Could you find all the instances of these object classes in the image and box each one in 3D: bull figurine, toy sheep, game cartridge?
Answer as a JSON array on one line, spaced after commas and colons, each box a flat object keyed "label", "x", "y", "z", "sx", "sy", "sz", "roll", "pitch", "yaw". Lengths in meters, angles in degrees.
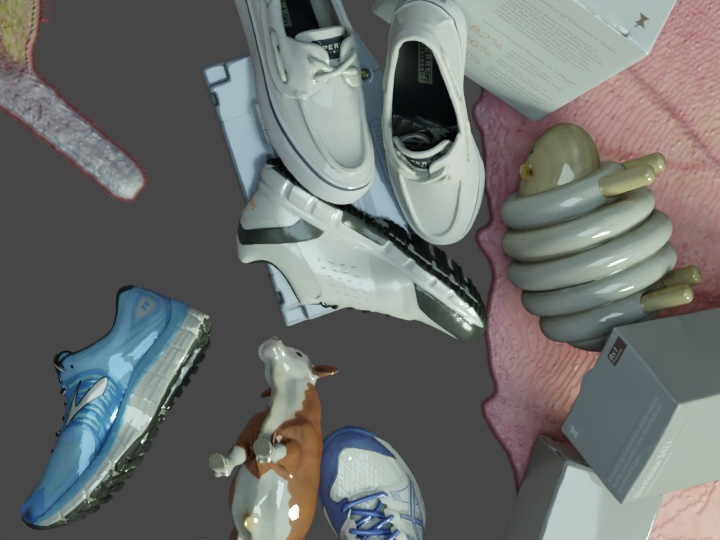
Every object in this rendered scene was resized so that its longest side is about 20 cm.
[{"label": "bull figurine", "x": -0.068, "y": 0.153, "z": 1.510, "sx": 0.065, "sy": 0.121, "sz": 0.201, "roll": 9, "pitch": 101, "yaw": 23}, {"label": "toy sheep", "x": 0.171, "y": -0.011, "z": 1.510, "sx": 0.137, "sy": 0.138, "sz": 0.201, "roll": -18, "pitch": 96, "yaw": -4}, {"label": "game cartridge", "x": -0.025, "y": -0.074, "z": 1.526, "sx": 0.132, "sy": 0.042, "sz": 0.201, "roll": -19, "pitch": 99, "yaw": -9}]

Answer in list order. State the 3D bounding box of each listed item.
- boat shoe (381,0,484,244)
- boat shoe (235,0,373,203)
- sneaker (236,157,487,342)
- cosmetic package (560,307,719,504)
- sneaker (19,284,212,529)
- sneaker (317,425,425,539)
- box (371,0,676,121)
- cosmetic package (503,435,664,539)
[{"label": "boat shoe", "x": 0.048, "y": -0.093, "z": 1.444, "sx": 0.071, "sy": 0.066, "sz": 0.201, "roll": 8, "pitch": 128, "yaw": 11}, {"label": "boat shoe", "x": -0.032, "y": -0.148, "z": 1.444, "sx": 0.072, "sy": 0.066, "sz": 0.201, "roll": -7, "pitch": 73, "yaw": -30}, {"label": "sneaker", "x": 0.000, "y": 0.000, "z": 1.493, "sx": 0.199, "sy": 0.074, "sz": 0.080, "roll": 32, "pitch": 104, "yaw": -5}, {"label": "cosmetic package", "x": 0.255, "y": 0.090, "z": 1.497, "sx": 0.199, "sy": 0.090, "sz": 0.107, "roll": -13, "pitch": 139, "yaw": -36}, {"label": "sneaker", "x": -0.193, "y": 0.099, "z": 1.519, "sx": 0.090, "sy": 0.078, "sz": 0.201, "roll": 33, "pitch": 89, "yaw": 9}, {"label": "sneaker", "x": 0.024, "y": 0.212, "z": 1.541, "sx": 0.075, "sy": 0.088, "sz": 0.201, "roll": -22, "pitch": 98, "yaw": -2}, {"label": "box", "x": 0.121, "y": -0.206, "z": 1.433, "sx": 0.152, "sy": 0.200, "sz": 0.107, "roll": 33, "pitch": 72, "yaw": -11}, {"label": "cosmetic package", "x": 0.147, "y": 0.234, "z": 1.542, "sx": 0.090, "sy": 0.107, "sz": 0.201, "roll": 21, "pitch": 96, "yaw": -8}]
